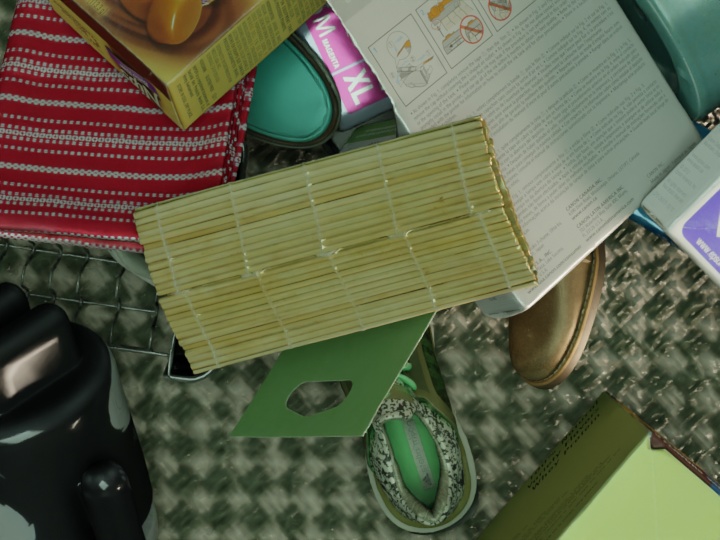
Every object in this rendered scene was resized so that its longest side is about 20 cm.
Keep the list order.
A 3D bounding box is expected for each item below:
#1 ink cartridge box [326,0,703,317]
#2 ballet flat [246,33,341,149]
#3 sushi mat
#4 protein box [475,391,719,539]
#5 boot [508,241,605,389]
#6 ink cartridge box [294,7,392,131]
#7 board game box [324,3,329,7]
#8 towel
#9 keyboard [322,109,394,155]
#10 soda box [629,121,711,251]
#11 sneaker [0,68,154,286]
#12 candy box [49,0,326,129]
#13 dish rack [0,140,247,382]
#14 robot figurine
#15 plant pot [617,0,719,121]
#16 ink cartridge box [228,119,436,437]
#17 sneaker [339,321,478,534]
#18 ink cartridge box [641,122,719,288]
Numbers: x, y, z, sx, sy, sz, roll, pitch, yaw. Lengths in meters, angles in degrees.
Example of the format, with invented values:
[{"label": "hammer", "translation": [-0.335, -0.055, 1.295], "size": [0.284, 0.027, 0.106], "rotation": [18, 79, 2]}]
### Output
[{"label": "ink cartridge box", "translation": [0.077, -0.101, 1.384], "size": [0.161, 0.050, 0.200], "rotation": [-40, 102, -28]}, {"label": "ballet flat", "translation": [-0.095, -0.136, 1.513], "size": [0.199, 0.064, 0.068], "rotation": [29, 98, 5]}, {"label": "sushi mat", "translation": [-0.015, -0.012, 1.349], "size": [0.199, 0.012, 0.096], "rotation": [-14, 107, 15]}, {"label": "protein box", "translation": [0.138, 0.195, 1.477], "size": [0.135, 0.200, 0.199], "rotation": [41, 91, -4]}, {"label": "boot", "translation": [0.101, -0.032, 1.515], "size": [0.075, 0.073, 0.201], "rotation": [9, 85, -38]}, {"label": "ink cartridge box", "translation": [0.053, -0.177, 1.514], "size": [0.199, 0.042, 0.120], "rotation": [-25, 94, -2]}, {"label": "board game box", "translation": [-0.002, -0.251, 1.485], "size": [0.200, 0.039, 0.158], "rotation": [-45, 68, -8]}, {"label": "towel", "translation": [-0.131, -0.101, 1.428], "size": [0.144, 0.023, 0.201], "rotation": [5, 60, 5]}, {"label": "keyboard", "translation": [-0.002, -0.153, 1.542], "size": [0.127, 0.021, 0.200], "rotation": [-36, 95, 2]}, {"label": "soda box", "translation": [0.248, -0.017, 1.537], "size": [0.200, 0.064, 0.068], "rotation": [31, 92, -3]}, {"label": "sneaker", "translation": [-0.137, -0.049, 1.449], "size": [0.200, 0.099, 0.078], "rotation": [34, 93, -2]}, {"label": "candy box", "translation": [-0.066, -0.187, 1.417], "size": [0.200, 0.057, 0.117], "rotation": [-43, 66, -13]}, {"label": "dish rack", "translation": [-0.172, -0.022, 1.527], "size": [0.199, 0.055, 0.154], "rotation": [8, 92, -2]}, {"label": "robot figurine", "translation": [-0.188, 0.110, 1.477], "size": [0.124, 0.150, 0.201], "rotation": [-11, 122, 2]}, {"label": "plant pot", "translation": [0.221, -0.188, 1.445], "size": [0.188, 0.200, 0.200], "rotation": [-36, 94, -7]}, {"label": "ink cartridge box", "translation": [0.000, 0.000, 1.437], "size": [0.048, 0.145, 0.200], "rotation": [45, 65, -22]}, {"label": "sneaker", "translation": [0.019, 0.065, 1.521], "size": [0.077, 0.089, 0.201], "rotation": [-24, 93, 0]}, {"label": "ink cartridge box", "translation": [0.282, -0.047, 1.429], "size": [0.200, 0.043, 0.198], "rotation": [-43, 128, 7]}]
